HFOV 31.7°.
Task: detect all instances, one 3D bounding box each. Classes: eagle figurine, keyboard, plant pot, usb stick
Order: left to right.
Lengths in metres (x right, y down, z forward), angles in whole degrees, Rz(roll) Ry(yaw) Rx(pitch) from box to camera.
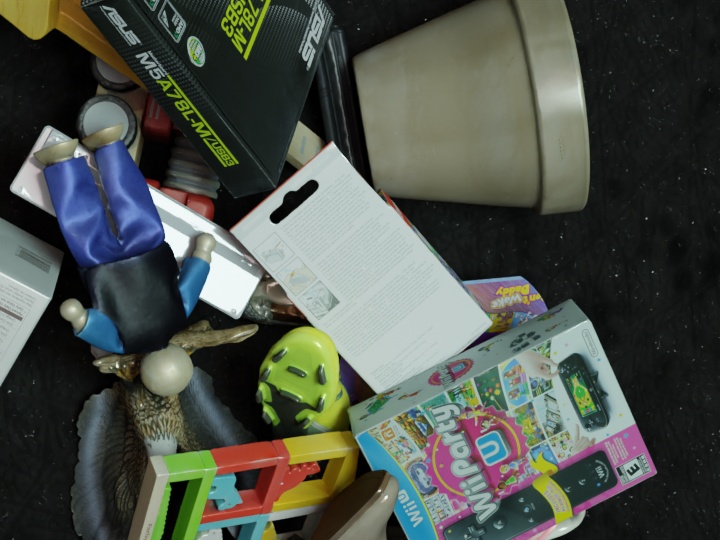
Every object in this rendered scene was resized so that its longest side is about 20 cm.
[{"bbox_3d":[-0.164,-0.035,0.967,0.199,0.011,0.056,31,88,-16],"label":"keyboard"},{"bbox_3d":[-0.160,0.137,1.028,0.151,0.151,0.201,12,126,21],"label":"eagle figurine"},{"bbox_3d":[-0.014,-0.110,1.085,0.032,0.055,0.201,-11,95,-6],"label":"usb stick"},{"bbox_3d":[0.086,-0.133,1.060,0.172,0.200,0.201,-10,94,0],"label":"plant pot"}]

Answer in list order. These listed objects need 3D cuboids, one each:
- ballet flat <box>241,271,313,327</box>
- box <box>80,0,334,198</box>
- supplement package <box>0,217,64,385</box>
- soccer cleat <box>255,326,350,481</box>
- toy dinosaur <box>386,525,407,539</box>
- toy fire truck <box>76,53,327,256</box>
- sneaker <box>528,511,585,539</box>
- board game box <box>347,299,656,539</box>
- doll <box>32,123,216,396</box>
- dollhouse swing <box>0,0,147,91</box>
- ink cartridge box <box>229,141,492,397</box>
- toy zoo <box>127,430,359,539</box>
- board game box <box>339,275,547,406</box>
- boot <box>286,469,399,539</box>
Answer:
[{"bbox_3d":[-0.020,0.023,1.080,0.199,0.072,0.073,5,89,-16],"label":"ballet flat"},{"bbox_3d":[-0.103,-0.190,0.933,0.193,0.047,0.201,51,40,-36],"label":"box"},{"bbox_3d":[-0.334,0.051,0.927,0.150,0.152,0.201,30,96,-15],"label":"supplement package"},{"bbox_3d":[-0.040,0.099,1.025,0.064,0.201,0.084,20,52,14],"label":"soccer cleat"},{"bbox_3d":[0.037,0.266,1.108,0.199,0.077,0.103,16,75,-11],"label":"toy dinosaur"},{"bbox_3d":[-0.127,-0.088,1.034,0.199,0.129,0.177,12,88,-6],"label":"toy fire truck"},{"bbox_3d":[0.118,0.174,1.070,0.200,0.105,0.075,21,126,-39],"label":"sneaker"},{"bbox_3d":[0.111,0.135,0.996,0.199,0.064,0.148,-27,106,1],"label":"board game box"},{"bbox_3d":[-0.166,-0.004,0.931,0.136,0.048,0.201,-23,99,-36],"label":"doll"},{"bbox_3d":[-0.161,-0.261,0.940,0.175,0.182,0.200,23,40,6],"label":"dollhouse swing"},{"bbox_3d":[0.000,0.000,0.994,0.109,0.050,0.200,-40,110,7],"label":"ink cartridge box"},{"bbox_3d":[-0.081,0.184,0.996,0.199,0.021,0.132,-4,132,-29],"label":"toy zoo"},{"bbox_3d":[0.081,0.087,1.087,0.199,0.039,0.159,-5,121,-17],"label":"board game box"},{"bbox_3d":[0.017,0.245,0.982,0.146,0.200,0.070,42,46,-4],"label":"boot"}]
